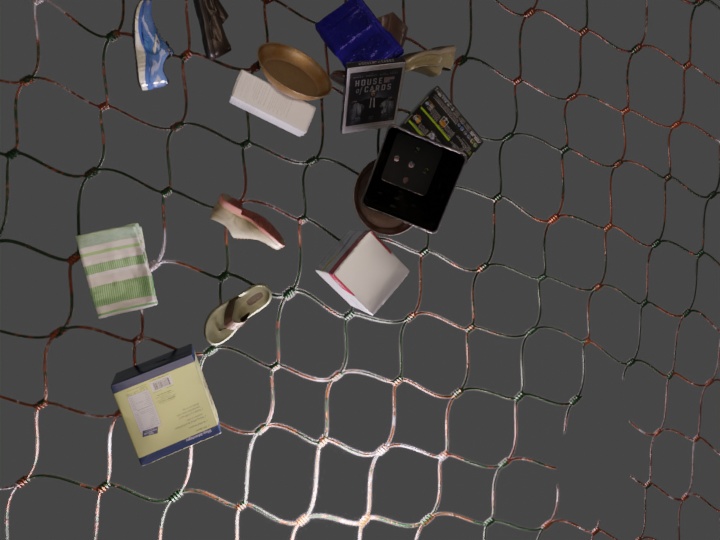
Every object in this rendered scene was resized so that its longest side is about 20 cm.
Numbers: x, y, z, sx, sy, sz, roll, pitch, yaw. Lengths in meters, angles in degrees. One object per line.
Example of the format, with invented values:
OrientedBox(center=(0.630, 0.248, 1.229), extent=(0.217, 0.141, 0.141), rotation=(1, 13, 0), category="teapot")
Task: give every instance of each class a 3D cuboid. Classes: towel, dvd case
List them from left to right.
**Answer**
OrientedBox(center=(-0.577, 0.001, 1.596), extent=(0.149, 0.023, 0.205), rotation=(-14, 98, -13), category="towel")
OrientedBox(center=(-0.004, -0.572, 1.647), extent=(0.146, 0.050, 0.201), rotation=(-35, 75, -6), category="towel")
OrientedBox(center=(0.028, -0.429, 1.652), extent=(0.147, 0.202, 0.025), rotation=(-11, 56, -14), category="dvd case")

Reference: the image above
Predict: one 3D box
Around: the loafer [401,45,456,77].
OrientedBox(center=(0.174, -0.528, 1.712), extent=(0.197, 0.075, 0.070), rotation=(-23, 111, -31), category="loafer")

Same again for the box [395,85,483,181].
OrientedBox(center=(0.200, -0.342, 1.754), extent=(0.200, 0.047, 0.194), rotation=(45, 75, -14), category="box")

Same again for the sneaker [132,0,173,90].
OrientedBox(center=(-0.483, -0.527, 1.559), extent=(0.087, 0.078, 0.205), rotation=(-7, 105, -21), category="sneaker")

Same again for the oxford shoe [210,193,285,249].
OrientedBox(center=(-0.278, -0.106, 1.656), extent=(0.198, 0.071, 0.074), rotation=(36, 106, -12), category="oxford shoe")

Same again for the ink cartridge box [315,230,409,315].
OrientedBox(center=(0.000, 0.000, 1.663), extent=(0.145, 0.200, 0.145), rotation=(44, 81, -15), category="ink cartridge box")

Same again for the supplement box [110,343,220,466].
OrientedBox(center=(-0.460, 0.315, 1.596), extent=(0.196, 0.134, 0.204), rotation=(-20, 99, -13), category="supplement box")

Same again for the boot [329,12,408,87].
OrientedBox(center=(0.023, -0.558, 1.696), extent=(0.182, 0.064, 0.205), rotation=(9, 90, -18), category="boot")

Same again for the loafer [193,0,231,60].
OrientedBox(center=(-0.350, -0.607, 1.589), extent=(0.070, 0.073, 0.205), rotation=(-13, 106, -19), category="loafer")

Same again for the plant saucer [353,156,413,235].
OrientedBox(center=(0.072, -0.194, 1.751), extent=(0.196, 0.034, 0.205), rotation=(-2, 95, -16), category="plant saucer")

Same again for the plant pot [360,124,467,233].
OrientedBox(center=(0.126, -0.241, 1.627), extent=(0.196, 0.178, 0.203), rotation=(20, 112, -5), category="plant pot")

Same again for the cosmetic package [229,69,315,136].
OrientedBox(center=(-0.214, -0.402, 1.622), extent=(0.197, 0.102, 0.075), rotation=(22, 91, -17), category="cosmetic package")

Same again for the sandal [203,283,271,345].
OrientedBox(center=(-0.307, 0.103, 1.660), extent=(0.200, 0.057, 0.080), rotation=(-41, 103, -9), category="sandal")

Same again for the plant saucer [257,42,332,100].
OrientedBox(center=(-0.163, -0.470, 1.611), extent=(0.197, 0.202, 0.036), rotation=(25, 129, -16), category="plant saucer")
